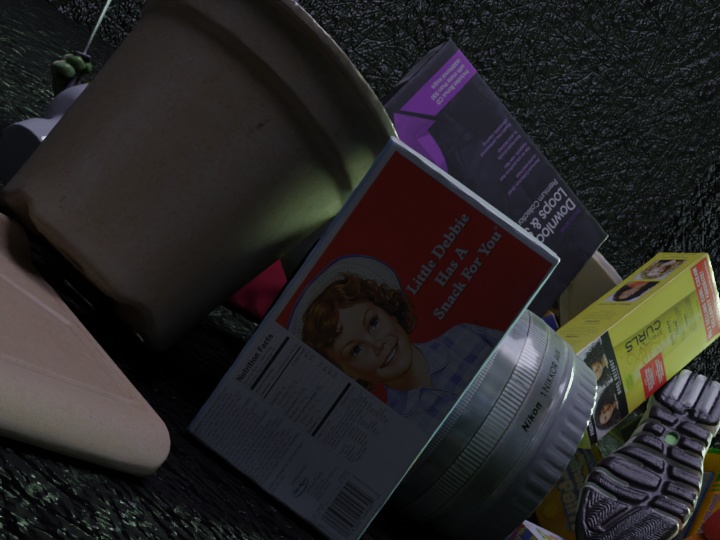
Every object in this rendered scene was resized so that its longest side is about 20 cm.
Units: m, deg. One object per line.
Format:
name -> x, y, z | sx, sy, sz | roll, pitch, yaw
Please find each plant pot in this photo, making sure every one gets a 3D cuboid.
plant pot -> -0.107, -0.059, 0.769 | 0.200, 0.184, 0.201 | 40, -16, 14

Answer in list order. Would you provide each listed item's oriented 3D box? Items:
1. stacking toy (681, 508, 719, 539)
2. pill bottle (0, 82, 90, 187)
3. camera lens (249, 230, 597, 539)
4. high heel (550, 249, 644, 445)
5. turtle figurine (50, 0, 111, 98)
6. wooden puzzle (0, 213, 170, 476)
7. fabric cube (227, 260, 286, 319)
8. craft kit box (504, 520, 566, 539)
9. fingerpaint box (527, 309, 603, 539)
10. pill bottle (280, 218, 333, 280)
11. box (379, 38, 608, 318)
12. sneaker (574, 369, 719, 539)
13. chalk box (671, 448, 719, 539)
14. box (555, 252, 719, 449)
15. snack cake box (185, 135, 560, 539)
stacking toy -> 0.296, 0.181, 0.856 | 0.146, 0.200, 0.146 | 36, 6, -4
pill bottle -> -0.164, -0.095, 0.951 | 0.104, 0.105, 0.200 | 39, 40, 28
camera lens -> 0.034, 0.069, 0.844 | 0.200, 0.160, 0.160 | 35, 6, -7
high heel -> 0.179, 0.049, 1.090 | 0.143, 0.071, 0.201 | -145, -146, -71
turtle figurine -> -0.185, -0.130, 1.076 | 0.144, 0.200, 0.194 | 50, 14, -44
wooden puzzle -> -0.197, 0.013, 0.599 | 0.185, 0.037, 0.200 | 30, 13, -48
fabric cube -> -0.052, -0.061, 1.196 | 0.199, 0.200, 0.196 | 31, 9, -40
craft kit box -> 0.204, 0.264, 0.859 | 0.197, 0.049, 0.200 | 28, 9, -37
fingerpaint box -> 0.136, 0.114, 1.075 | 0.167, 0.073, 0.201 | -125, -167, -72
pill bottle -> 0.000, 0.000, 0.995 | 0.114, 0.114, 0.201 | -128, -162, -71
box -> 0.080, -0.050, 0.948 | 0.200, 0.143, 0.036 | 49, -26, -14
sneaker -> 0.219, 0.175, 0.972 | 0.075, 0.200, 0.116 | 27, -43, 23
chalk box -> 0.320, 0.249, 1.078 | 0.200, 0.125, 0.124 | 33, -17, -17
box -> 0.204, 0.057, 0.979 | 0.050, 0.200, 0.076 | 0, -68, 46
snack cake box -> 0.008, 0.040, 0.718 | 0.115, 0.200, 0.067 | 36, 5, 6
